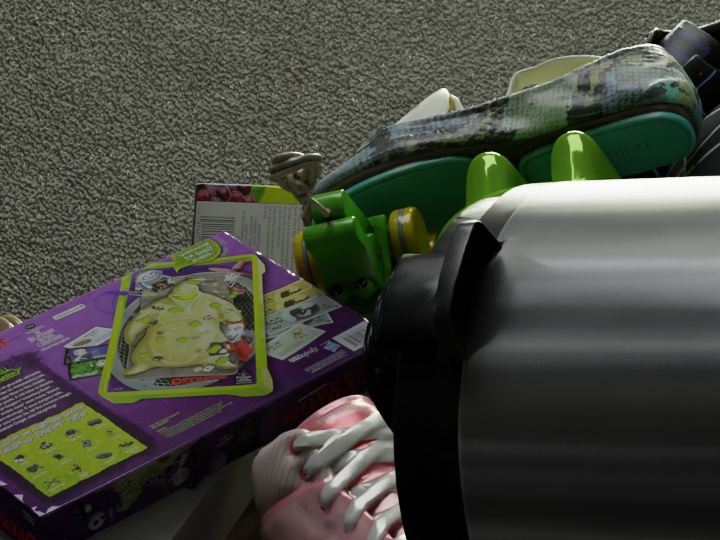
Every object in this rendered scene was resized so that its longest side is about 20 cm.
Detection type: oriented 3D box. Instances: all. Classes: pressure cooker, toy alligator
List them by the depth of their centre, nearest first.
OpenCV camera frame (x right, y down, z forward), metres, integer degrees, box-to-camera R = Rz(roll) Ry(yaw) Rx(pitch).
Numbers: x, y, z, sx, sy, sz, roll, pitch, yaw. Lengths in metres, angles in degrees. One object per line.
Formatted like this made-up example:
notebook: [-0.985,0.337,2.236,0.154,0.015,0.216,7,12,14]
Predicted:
pressure cooker: [0.102,0.054,0.894,0.199,0.177,0.178,0,15,29]
toy alligator: [0.000,0.000,1.187,0.059,0.055,0.200,-13,-19,15]

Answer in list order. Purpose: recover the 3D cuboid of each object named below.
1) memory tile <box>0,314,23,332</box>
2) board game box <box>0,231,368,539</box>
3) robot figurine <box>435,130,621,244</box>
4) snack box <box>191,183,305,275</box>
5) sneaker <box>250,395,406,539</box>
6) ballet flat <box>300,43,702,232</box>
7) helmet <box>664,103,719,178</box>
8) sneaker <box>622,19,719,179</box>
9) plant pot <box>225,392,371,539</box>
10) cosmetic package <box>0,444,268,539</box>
memory tile: [-0.199,0.102,1.310,0.017,0.154,0.200,-14,3,-32]
board game box: [-0.096,0.049,1.114,0.200,0.032,0.120,-26,46,-36]
robot figurine: [0.091,0.041,1.156,0.175,0.201,0.116,-13,-31,18]
snack box: [0.019,-0.006,1.411,0.199,0.068,0.169,1,-4,8]
sneaker: [0.011,0.106,1.033,0.075,0.105,0.200,-12,5,-26]
ballet flat: [0.066,-0.063,1.243,0.199,0.075,0.074,-13,4,9]
helmet: [0.234,-0.009,1.257,0.190,0.201,0.200,-11,3,-43]
sneaker: [0.141,-0.078,1.307,0.200,0.078,0.070,-29,46,-31]
plant pot: [-0.073,0.068,1.267,0.200,0.093,0.201,-29,24,15]
cosmetic package: [-0.106,0.103,1.105,0.082,0.051,0.200,15,35,15]
